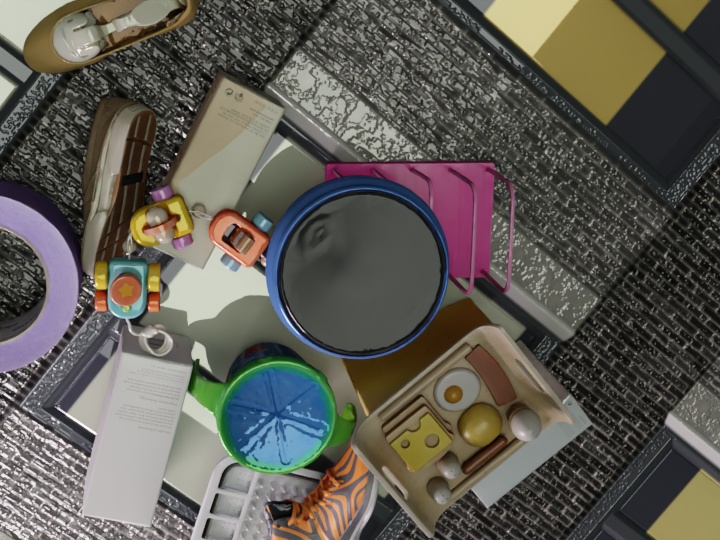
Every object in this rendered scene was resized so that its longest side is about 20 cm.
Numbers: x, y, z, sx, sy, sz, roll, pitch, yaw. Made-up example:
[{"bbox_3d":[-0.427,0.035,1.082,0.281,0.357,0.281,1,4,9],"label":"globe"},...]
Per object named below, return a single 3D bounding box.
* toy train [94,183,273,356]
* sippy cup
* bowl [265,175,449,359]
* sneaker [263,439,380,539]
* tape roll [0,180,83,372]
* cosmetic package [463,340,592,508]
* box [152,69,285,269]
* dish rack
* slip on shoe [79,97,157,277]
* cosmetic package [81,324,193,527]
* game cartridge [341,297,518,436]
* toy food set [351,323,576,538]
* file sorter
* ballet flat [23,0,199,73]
[{"bbox_3d":[-0.191,-0.002,1.294,0.150,0.056,0.200,41,95,-14],"label":"toy train"},{"bbox_3d":[-0.101,0.146,1.406,0.139,0.130,0.178,-35,107,1],"label":"sippy cup"},{"bbox_3d":[0.000,0.000,1.302,0.200,0.039,0.201,-2,104,-9],"label":"bowl"},{"bbox_3d":[-0.049,0.272,1.433,0.112,0.078,0.201,15,101,-15],"label":"sneaker"},{"bbox_3d":[-0.407,0.005,1.339,0.199,0.085,0.201,-3,106,-10],"label":"tape roll"},{"bbox_3d":[0.168,0.173,1.424,0.151,0.200,0.052,-37,107,2],"label":"cosmetic package"},{"bbox_3d":[-0.164,-0.112,1.347,0.078,0.095,0.200,26,97,-14],"label":"box"},{"bbox_3d":[-0.102,0.310,1.495,0.199,0.044,0.172,16,100,-14],"label":"dish rack"},{"bbox_3d":[-0.280,-0.093,1.350,0.060,0.076,0.201,23,110,22],"label":"slip on shoe"},{"bbox_3d":[-0.256,0.176,1.399,0.085,0.108,0.201,12,104,-14],"label":"cosmetic package"},{"bbox_3d":[0.076,0.105,1.390,0.176,0.200,0.033,-23,108,-3],"label":"game cartridge"},{"bbox_3d":[0.107,0.168,1.275,0.200,0.060,0.144,-39,108,2],"label":"toy food set"},{"bbox_3d":[0.066,-0.045,1.387,0.199,0.125,0.139,-1,105,-10],"label":"file sorter"},{"bbox_3d":[-0.268,-0.264,1.303,0.200,0.063,0.069,-24,107,-3],"label":"ballet flat"}]
